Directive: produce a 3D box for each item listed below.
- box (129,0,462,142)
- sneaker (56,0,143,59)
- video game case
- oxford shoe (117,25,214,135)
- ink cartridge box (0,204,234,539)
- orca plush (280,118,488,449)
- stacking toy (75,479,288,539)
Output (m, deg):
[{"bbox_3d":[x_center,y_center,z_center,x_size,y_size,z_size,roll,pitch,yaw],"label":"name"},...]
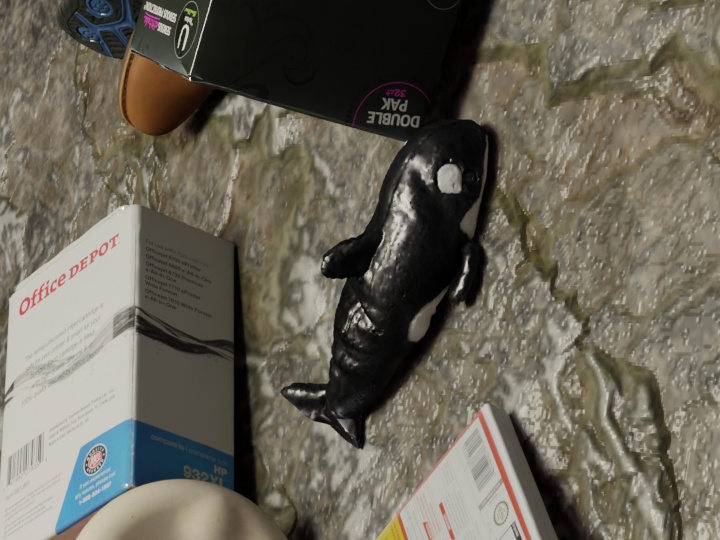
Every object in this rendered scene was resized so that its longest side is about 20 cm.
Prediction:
[{"bbox_3d":[-0.022,-0.191,1.585,0.124,0.148,0.200,32,106,66],"label":"box"},{"bbox_3d":[-0.135,-0.208,1.871,0.200,0.076,0.077,-34,29,47],"label":"sneaker"},{"bbox_3d":[0.028,0.182,1.454,0.200,0.017,0.143,-52,28,20],"label":"video game case"},{"bbox_3d":[-0.090,-0.146,1.766,0.200,0.071,0.071,-50,46,35],"label":"oxford shoe"},{"bbox_3d":[-0.151,0.082,1.737,0.145,0.084,0.200,-34,46,41],"label":"ink cartridge box"},{"bbox_3d":[0.000,0.000,1.565,0.200,0.071,0.105,-56,38,31],"label":"orca plush"},{"bbox_3d":[-0.125,0.209,1.661,0.200,0.146,0.146,145,131,-67],"label":"stacking toy"}]
